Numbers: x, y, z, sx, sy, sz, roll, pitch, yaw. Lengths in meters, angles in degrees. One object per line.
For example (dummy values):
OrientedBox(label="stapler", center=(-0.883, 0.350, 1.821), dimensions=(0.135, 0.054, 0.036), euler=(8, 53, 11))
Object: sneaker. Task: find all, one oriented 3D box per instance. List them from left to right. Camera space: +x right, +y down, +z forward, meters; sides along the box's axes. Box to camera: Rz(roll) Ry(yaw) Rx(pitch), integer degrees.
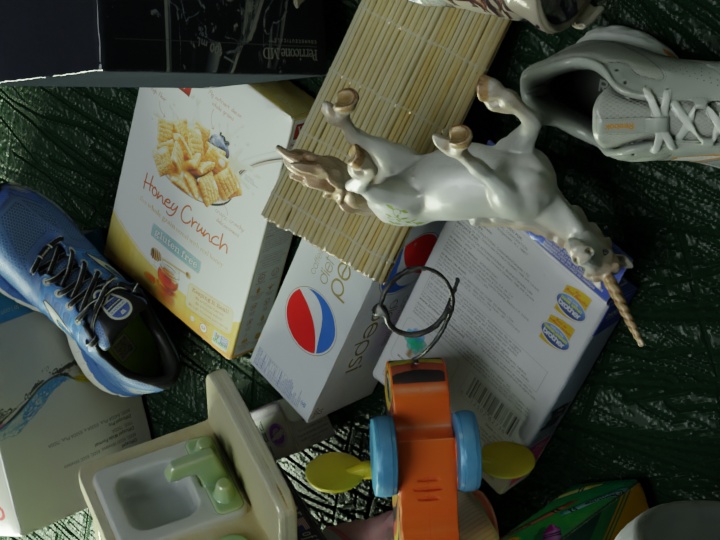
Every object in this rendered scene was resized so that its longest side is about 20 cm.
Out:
OrientedBox(label="sneaker", center=(-0.195, 0.013, 1.302), dimensions=(0.200, 0.079, 0.089), euler=(48, 155, -26))
OrientedBox(label="sneaker", center=(0.037, 0.188, 1.207), dimensions=(0.076, 0.104, 0.200), euler=(60, 165, -3))
OrientedBox(label="sneaker", center=(0.172, -0.079, 0.957), dimensions=(0.199, 0.092, 0.076), euler=(13, 113, 39))

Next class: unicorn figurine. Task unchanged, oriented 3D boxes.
OrientedBox(label="unicorn figurine", center=(0.063, -0.046, 0.999), dimensions=(0.199, 0.074, 0.137), euler=(16, 160, 34))

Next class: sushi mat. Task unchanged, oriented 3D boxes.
OrientedBox(label="sushi mat", center=(0.019, -0.102, 1.079), dimensions=(0.095, 0.012, 0.201), euler=(27, 94, 27))

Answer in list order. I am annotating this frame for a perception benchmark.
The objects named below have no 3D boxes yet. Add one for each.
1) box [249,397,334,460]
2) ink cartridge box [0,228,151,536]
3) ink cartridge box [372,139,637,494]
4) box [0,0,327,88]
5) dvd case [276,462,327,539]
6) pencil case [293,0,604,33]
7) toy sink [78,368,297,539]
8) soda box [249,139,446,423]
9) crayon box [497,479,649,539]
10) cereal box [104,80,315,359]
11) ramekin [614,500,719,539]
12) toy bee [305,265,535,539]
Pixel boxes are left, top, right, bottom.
OrientedBox(label="box", center=(-0.099, 0.131, 1.326), dimensions=(0.199, 0.041, 0.039), euler=(-25, 88, 46))
OrientedBox(label="ink cartridge box", center=(-0.271, 0.086, 1.397), dimensions=(0.147, 0.144, 0.202), euler=(-5, 102, 43))
OrientedBox(label="ink cartridge box", center=(0.090, 0.027, 1.109), dimensions=(0.119, 0.042, 0.201), euler=(42, 132, 22))
OrientedBox(label="box", center=(-0.122, -0.204, 1.090), dimensions=(0.104, 0.199, 0.184), euler=(0, 95, 39))
OrientedBox(label="dvd case", center=(-0.030, 0.251, 1.248), dimensions=(0.150, 0.025, 0.201), euler=(-130, 28, -50))
OrientedBox(label="pencil case", center=(0.039, -0.183, 1.032), dimensions=(0.199, 0.078, 0.090), euler=(12, 149, 27))
OrientedBox(label="toy sink", center=(-0.117, 0.188, 1.224), dimensions=(0.201, 0.111, 0.131), euler=(93, 152, -47))
OrientedBox(label="soda box", center=(0.000, 0.000, 1.163), dimensions=(0.064, 0.068, 0.201), euler=(45, 131, 24))
OrientedBox(label="crayon box", center=(0.142, 0.240, 1.076), dimensions=(0.058, 0.118, 0.201), euler=(-12, 100, 45))
OrientedBox(label="cereal box", center=(-0.105, -0.059, 1.261), dimensions=(0.144, 0.039, 0.201), euler=(37, 128, 30))
OrientedBox(label="ramekin", center=(0.209, 0.195, 0.956), dimensions=(0.201, 0.202, 0.095), euler=(21, 107, 37))
OrientedBox(label="toy bee", center=(0.043, 0.096, 1.092), dimensions=(0.130, 0.109, 0.201), euler=(18, 99, -7))
